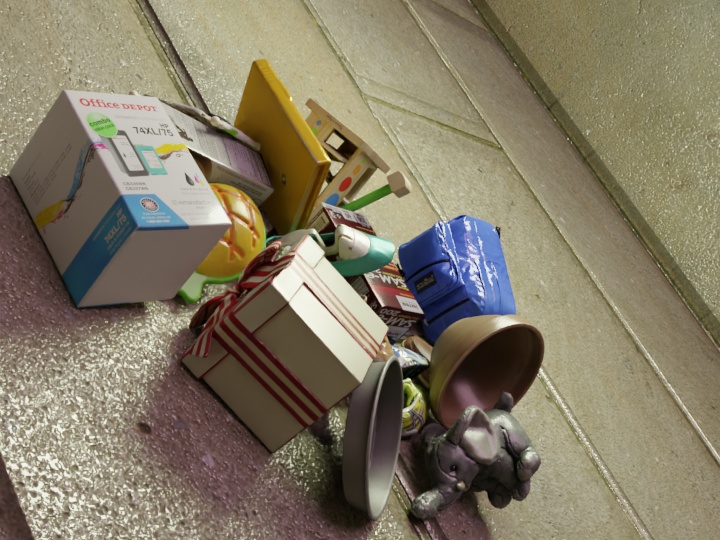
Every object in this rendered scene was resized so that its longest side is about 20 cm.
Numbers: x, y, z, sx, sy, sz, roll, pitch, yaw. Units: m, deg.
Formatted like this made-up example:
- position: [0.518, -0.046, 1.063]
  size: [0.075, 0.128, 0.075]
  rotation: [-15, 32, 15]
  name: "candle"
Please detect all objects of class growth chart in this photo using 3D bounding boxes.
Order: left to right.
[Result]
- position: [-0.233, -0.213, 1.622]
  size: [0.199, 0.018, 0.144]
  rotation: [21, -3, 33]
  name: "growth chart"

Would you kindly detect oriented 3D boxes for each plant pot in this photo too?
- position: [0.169, 0.136, 1.687]
  size: [0.200, 0.202, 0.093]
  rotation: [18, 20, -48]
  name: "plant pot"

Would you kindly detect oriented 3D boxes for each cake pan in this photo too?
- position: [0.016, 0.204, 1.406]
  size: [0.036, 0.202, 0.200]
  rotation: [5, 21, 13]
  name: "cake pan"

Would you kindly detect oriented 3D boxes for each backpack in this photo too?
- position: [0.154, 0.031, 1.900]
  size: [0.167, 0.162, 0.202]
  rotation: [9, 57, -42]
  name: "backpack"

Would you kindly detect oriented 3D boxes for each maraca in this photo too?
- position: [-0.203, -0.038, 1.463]
  size: [0.137, 0.107, 0.200]
  rotation: [46, 50, 4]
  name: "maraca"

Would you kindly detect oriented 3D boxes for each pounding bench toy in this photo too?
- position: [-0.038, -0.131, 1.754]
  size: [0.200, 0.156, 0.124]
  rotation: [40, 2, 25]
  name: "pounding bench toy"

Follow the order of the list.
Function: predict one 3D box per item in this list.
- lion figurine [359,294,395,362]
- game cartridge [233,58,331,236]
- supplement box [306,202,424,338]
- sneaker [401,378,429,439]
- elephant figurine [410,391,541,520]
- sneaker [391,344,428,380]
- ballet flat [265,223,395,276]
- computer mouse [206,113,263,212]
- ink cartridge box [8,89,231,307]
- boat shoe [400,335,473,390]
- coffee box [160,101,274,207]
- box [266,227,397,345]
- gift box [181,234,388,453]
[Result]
- position: [-0.037, 0.082, 1.527]
  size: [0.199, 0.072, 0.123]
  rotation: [24, -36, 35]
  name: "lion figurine"
- position: [-0.118, -0.167, 1.615]
  size: [0.032, 0.177, 0.201]
  rotation: [-14, 60, -30]
  name: "game cartridge"
- position: [0.000, 0.000, 1.666]
  size: [0.108, 0.061, 0.201]
  rotation: [12, 41, -51]
  name: "supplement box"
- position: [0.062, 0.190, 1.595]
  size: [0.076, 0.076, 0.200]
  rotation: [51, 21, 11]
  name: "sneaker"
- position: [0.144, 0.254, 1.578]
  size: [0.199, 0.142, 0.155]
  rotation: [16, 21, -36]
  name: "elephant figurine"
- position: [0.027, 0.124, 1.634]
  size: [0.199, 0.076, 0.077]
  rotation: [12, 44, -53]
  name: "sneaker"
- position: [-0.047, -0.028, 1.574]
  size: [0.071, 0.198, 0.068]
  rotation: [89, -9, -50]
  name: "ballet flat"
- position: [-0.191, -0.167, 1.739]
  size: [0.140, 0.046, 0.201]
  rotation: [35, 27, -28]
  name: "computer mouse"
- position: [-0.280, -0.084, 1.322]
  size: [0.146, 0.146, 0.201]
  rotation: [-5, 56, -51]
  name: "ink cartridge box"
- position: [0.148, 0.167, 1.786]
  size: [0.200, 0.067, 0.072]
  rotation: [43, 24, -12]
  name: "boat shoe"
- position: [-0.229, -0.133, 1.541]
  size: [0.199, 0.113, 0.080]
  rotation: [25, 32, -43]
  name: "coffee box"
- position: [-0.045, 0.029, 1.686]
  size: [0.199, 0.051, 0.159]
  rotation: [27, 32, -38]
  name: "box"
- position: [-0.093, 0.079, 1.371]
  size: [0.187, 0.184, 0.200]
  rotation: [48, 19, -6]
  name: "gift box"
